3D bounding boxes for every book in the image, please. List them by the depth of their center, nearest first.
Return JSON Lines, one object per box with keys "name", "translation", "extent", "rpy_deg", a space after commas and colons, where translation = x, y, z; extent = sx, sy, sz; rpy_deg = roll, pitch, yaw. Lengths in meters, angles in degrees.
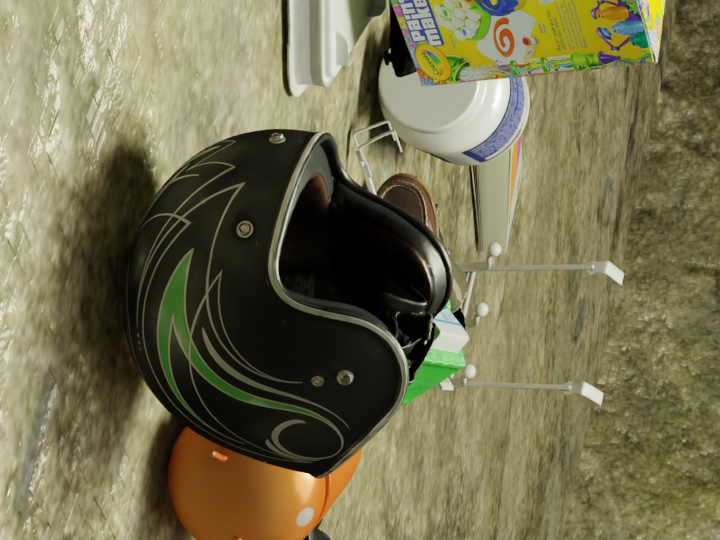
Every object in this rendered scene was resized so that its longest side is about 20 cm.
{"name": "book", "translation": [0.164, -0.132, 2.460], "extent": [0.200, 0.048, 0.134], "rpy_deg": [83, 18, -51]}

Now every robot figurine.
{"name": "robot figurine", "translation": [-0.066, 0.134, 1.496], "extent": [0.144, 0.117, 0.200], "rpy_deg": [-55, 176, 20]}

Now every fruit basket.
{"name": "fruit basket", "translation": [0.000, 0.000, 1.596], "extent": [0.200, 0.094, 0.185], "rpy_deg": [67, 16, 14]}

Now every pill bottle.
{"name": "pill bottle", "translation": [0.081, -0.161, 1.923], "extent": [0.200, 0.120, 0.120], "rpy_deg": [8, 90, -77]}

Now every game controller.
{"name": "game controller", "translation": [0.031, -0.260, 1.737], "extent": [0.104, 0.042, 0.200], "rpy_deg": [15, 71, -81]}

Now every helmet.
{"name": "helmet", "translation": [-0.054, 0.014, 1.319], "extent": [0.200, 0.191, 0.200], "rpy_deg": [-51, -174, 8]}

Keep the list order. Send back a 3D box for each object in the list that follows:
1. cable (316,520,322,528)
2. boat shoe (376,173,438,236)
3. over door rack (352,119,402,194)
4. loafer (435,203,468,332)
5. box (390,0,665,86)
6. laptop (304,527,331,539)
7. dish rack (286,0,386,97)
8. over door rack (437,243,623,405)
{"name": "cable", "translation": [-0.076, 0.224, 1.679], "extent": [0.163, 0.051, 0.200], "rpy_deg": [94, 16, -53]}
{"name": "boat shoe", "translation": [0.027, 0.015, 1.911], "extent": [0.070, 0.070, 0.200], "rpy_deg": [-42, 139, -76]}
{"name": "over door rack", "translation": [0.010, -0.021, 1.783], "extent": [0.148, 0.067, 0.200], "rpy_deg": [-105, -172, -81]}
{"name": "loafer", "translation": [0.075, 0.000, 2.107], "extent": [0.200, 0.070, 0.075], "rpy_deg": [82, 21, -50]}
{"name": "box", "translation": [0.117, -0.259, 1.613], "extent": [0.200, 0.192, 0.122], "rpy_deg": [67, 27, -44]}
{"name": "laptop", "translation": [-0.071, 0.309, 1.691], "extent": [0.177, 0.103, 0.200], "rpy_deg": [70, 14, -79]}
{"name": "dish rack", "translation": [-0.015, -0.248, 1.637], "extent": [0.172, 0.043, 0.200], "rpy_deg": [-61, 155, -55]}
{"name": "over door rack", "translation": [0.159, 0.052, 2.191], "extent": [0.067, 0.200, 0.148], "rpy_deg": [43, 55, -58]}
